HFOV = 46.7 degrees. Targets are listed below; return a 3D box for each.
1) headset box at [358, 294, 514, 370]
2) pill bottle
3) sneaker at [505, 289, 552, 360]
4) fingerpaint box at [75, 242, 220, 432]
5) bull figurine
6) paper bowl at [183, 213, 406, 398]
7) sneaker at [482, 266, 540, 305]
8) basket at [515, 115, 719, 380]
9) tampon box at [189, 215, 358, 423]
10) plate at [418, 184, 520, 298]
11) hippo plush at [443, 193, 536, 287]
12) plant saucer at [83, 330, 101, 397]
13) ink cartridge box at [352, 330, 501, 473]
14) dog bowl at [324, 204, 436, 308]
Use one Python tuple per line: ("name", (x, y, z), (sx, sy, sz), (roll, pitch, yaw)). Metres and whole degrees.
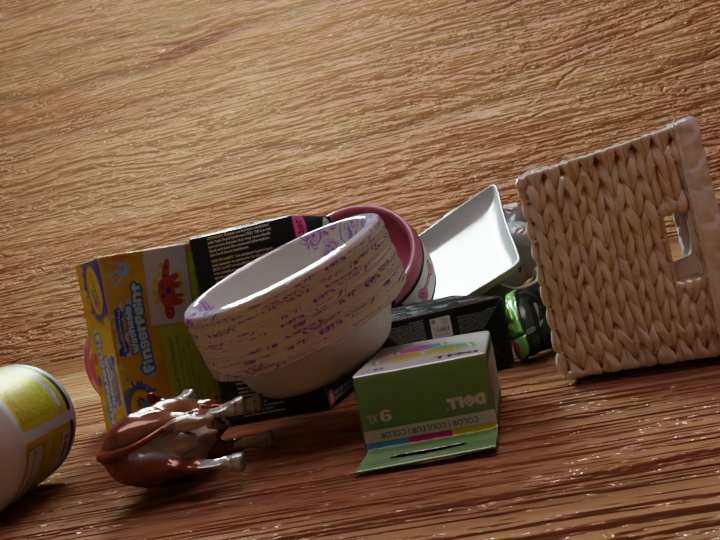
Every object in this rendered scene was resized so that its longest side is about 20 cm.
("headset box", (0.071, 0.079, 0.959), (0.145, 0.079, 0.200), (-12, 0, -11))
("pill bottle", (-0.318, 0.145, 0.690), (0.110, 0.115, 0.200), (-11, 0, -2))
("sneaker", (0.219, 0.049, 0.931), (0.082, 0.079, 0.199), (-16, -1, 32))
("fingerpaint box", (-0.222, 0.076, 0.961), (0.164, 0.205, 0.073), (-13, 2, -40))
("bull figurine", (-0.139, 0.132, 0.677), (0.118, 0.067, 0.200), (-10, 0, 4))
("paper bowl", (-0.051, 0.038, 0.749), (0.197, 0.106, 0.201), (-24, 12, 5))
("sneaker", (0.170, 0.049, 1.129), (0.195, 0.092, 0.067), (-12, 1, -1))
("basket", (0.249, -0.019, 0.776), (0.157, 0.203, 0.199), (-13, 0, 19))
("tampon box", (-0.090, 0.049, 0.935), (0.123, 0.205, 0.150), (-11, 1, 14))
("plate", (0.127, -0.006, 1.144), (0.198, 0.032, 0.201), (-35, 30, 20))
("hippo plush", (0.189, -0.027, 1.230), (0.199, 0.160, 0.161), (-39, 3, -1))
("plant saucer", (-0.247, 0.102, 1.061), (0.197, 0.205, 0.051), (-12, 32, -30))
("ink cartridge box", (0.054, 0.094, 0.648), (0.101, 0.061, 0.200), (-11, 1, 11))
("dog bowl", (0.000, 0.000, 1.102), (0.195, 0.203, 0.074), (-11, -38, 6))
